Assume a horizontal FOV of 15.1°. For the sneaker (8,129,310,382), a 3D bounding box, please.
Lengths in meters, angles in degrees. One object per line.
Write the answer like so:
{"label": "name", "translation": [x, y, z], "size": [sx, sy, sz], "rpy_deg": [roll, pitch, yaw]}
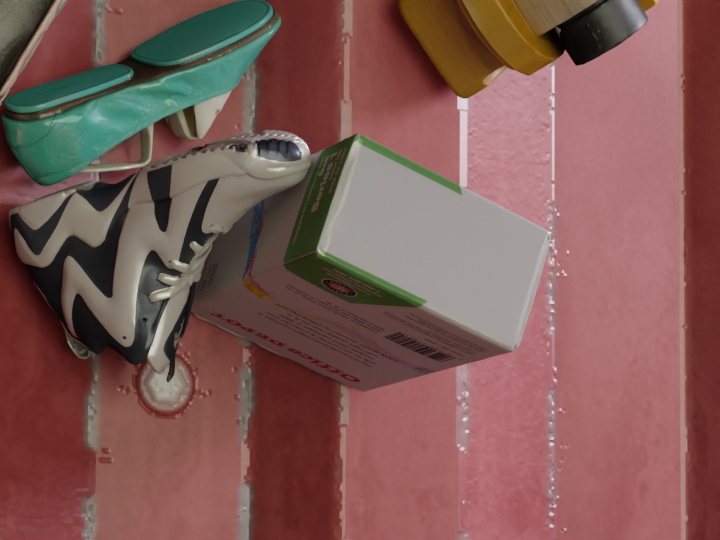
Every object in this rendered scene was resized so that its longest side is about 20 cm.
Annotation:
{"label": "sneaker", "translation": [-0.108, -0.003, 1.640], "size": [0.198, 0.079, 0.130], "rpy_deg": [-16, 97, 14]}

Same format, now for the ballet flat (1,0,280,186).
{"label": "ballet flat", "translation": [-0.133, -0.106, 1.703], "size": [0.199, 0.067, 0.071], "rpy_deg": [-26, 119, -27]}

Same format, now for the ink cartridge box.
{"label": "ink cartridge box", "translation": [0.000, 0.000, 1.673], "size": [0.144, 0.200, 0.084], "rpy_deg": [26, 70, -21]}

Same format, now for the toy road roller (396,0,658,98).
{"label": "toy road roller", "translation": [0.112, -0.198, 1.815], "size": [0.123, 0.146, 0.200], "rpy_deg": [56, 27, -10]}

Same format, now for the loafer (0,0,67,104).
{"label": "loafer", "translation": [-0.235, -0.131, 1.646], "size": [0.072, 0.063, 0.201], "rpy_deg": [40, 68, -16]}
